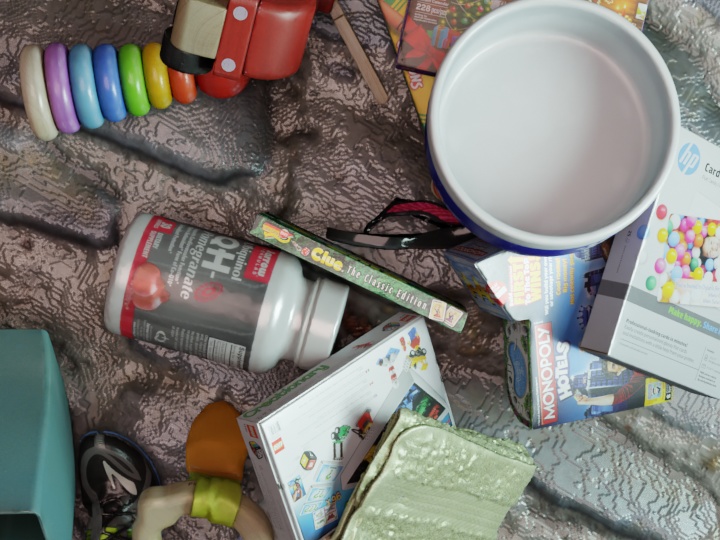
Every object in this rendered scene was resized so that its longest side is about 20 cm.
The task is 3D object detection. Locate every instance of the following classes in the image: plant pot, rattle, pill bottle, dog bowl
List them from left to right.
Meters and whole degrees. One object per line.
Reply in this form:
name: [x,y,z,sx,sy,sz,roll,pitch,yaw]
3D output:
plant pot: [-0.320,0.155,1.359,0.140,0.142,0.201,0,53,2]
rattle: [-0.135,0.247,1.432,0.129,0.143,0.201,-19,122,-5]
pill bottle: [-0.115,0.026,1.388,0.199,0.111,0.111,15,94,1]
dog bowl: [0.150,-0.113,1.269,0.199,0.079,0.201,0,82,-2]

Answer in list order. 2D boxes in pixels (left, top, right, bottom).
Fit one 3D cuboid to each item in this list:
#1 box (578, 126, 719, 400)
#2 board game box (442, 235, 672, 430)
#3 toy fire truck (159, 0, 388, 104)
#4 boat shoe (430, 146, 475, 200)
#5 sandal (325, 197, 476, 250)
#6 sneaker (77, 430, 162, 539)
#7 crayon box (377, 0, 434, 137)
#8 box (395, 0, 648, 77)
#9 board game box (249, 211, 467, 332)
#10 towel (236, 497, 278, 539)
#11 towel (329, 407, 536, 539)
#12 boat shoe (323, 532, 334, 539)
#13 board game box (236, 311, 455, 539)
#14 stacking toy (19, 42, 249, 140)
box: [0.279,-0.005,1.352,0.155,0.041,0.201,22,84,-36]
board game box: [0.171,0.027,1.360,0.199,0.062,0.201,-8,102,-24]
toy fire truck: [-0.060,-0.208,1.348,0.199,0.176,0.129,14,122,-5]
boat shoe: [0.158,-0.088,1.352,0.199,0.063,0.072,-10,85,-11]
sandal: [0.067,-0.043,1.398,0.199,0.075,0.045,-2,95,-5]
sneaker: [-0.215,0.243,1.419,0.070,0.083,0.201,-7,92,7]
crayon box: [0.116,-0.205,1.389,0.172,0.058,0.201,-20,93,3]
box: [0.139,-0.218,1.339,0.199,0.039,0.138,12,92,-1]
board game box: [0.000,0.000,1.384,0.199,0.105,0.024,25,96,0]
towel: [-0.020,0.235,1.441,0.147,0.024,0.201,34,95,1]
towel: [0.064,0.203,1.370,0.036,0.200,0.149,32,97,44]
boat shoe: [-0.058,0.207,1.396,0.062,0.073,0.201,-12,92,5]
board game box: [-0.006,0.136,1.355,0.200,0.035,0.127,-31,113,-36]
stacking toy: [-0.196,-0.172,1.397,0.199,0.085,0.086,-9,93,-2]
